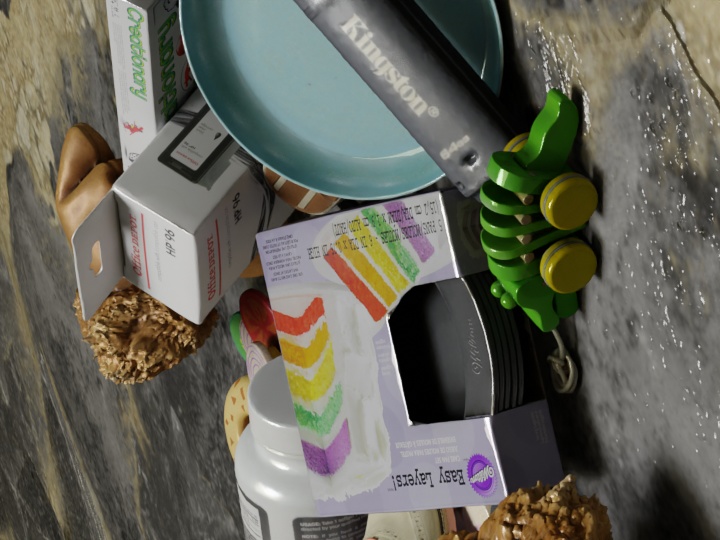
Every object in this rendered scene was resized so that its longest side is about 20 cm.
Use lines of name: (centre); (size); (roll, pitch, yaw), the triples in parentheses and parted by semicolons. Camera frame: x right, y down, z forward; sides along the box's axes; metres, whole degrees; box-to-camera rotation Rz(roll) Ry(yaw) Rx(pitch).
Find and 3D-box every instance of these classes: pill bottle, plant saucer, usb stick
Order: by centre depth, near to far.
usb stick: (0.017, -0.124, 1.413); (0.055, 0.033, 0.200); (-39, 94, 31)
plant saucer: (-0.008, -0.137, 1.455); (0.200, 0.027, 0.200); (12, 119, 22)
pill bottle: (-0.028, 0.156, 1.771); (0.111, 0.111, 0.200); (-127, 24, -47)

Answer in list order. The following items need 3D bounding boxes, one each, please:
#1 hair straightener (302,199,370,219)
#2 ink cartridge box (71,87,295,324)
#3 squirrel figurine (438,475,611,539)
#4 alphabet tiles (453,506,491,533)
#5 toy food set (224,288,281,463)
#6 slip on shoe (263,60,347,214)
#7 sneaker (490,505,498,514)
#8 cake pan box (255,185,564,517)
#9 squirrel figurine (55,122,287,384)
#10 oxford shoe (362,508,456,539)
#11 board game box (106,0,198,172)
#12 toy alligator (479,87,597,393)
hair straightener: (0.000, 0.000, 1.627); (0.200, 0.077, 0.041); (52, 161, 47)
ink cartridge box: (-0.097, -0.049, 1.655); (0.068, 0.200, 0.116); (31, 154, 16)
squirrel figurine: (0.107, 0.217, 1.359); (0.187, 0.141, 0.200); (-10, 107, 55)
alphabet tiles: (0.061, 0.132, 1.663); (0.196, 0.015, 0.200); (138, 114, -70)
toy food set: (-0.052, 0.111, 1.919); (0.200, 0.049, 0.198); (-128, 28, -49)
slip on shoe: (0.008, -0.099, 1.551); (0.076, 0.061, 0.200); (38, 146, -5)
sneaker: (0.097, 0.205, 1.551); (0.200, 0.074, 0.085); (110, 147, -47)
cake pan box: (0.029, 0.049, 1.513); (0.200, 0.052, 0.184); (-9, 95, 53)
squirrel figurine: (-0.128, -0.007, 1.878); (0.187, 0.141, 0.200); (14, 88, 48)
oxford shoe: (0.016, 0.193, 1.638); (0.071, 0.074, 0.200); (129, 145, -50)
board game box: (-0.109, -0.152, 1.629); (0.035, 0.126, 0.200); (28, 152, 15)
toy alligator: (0.091, -0.006, 1.396); (0.059, 0.054, 0.200); (-128, 28, -49)
